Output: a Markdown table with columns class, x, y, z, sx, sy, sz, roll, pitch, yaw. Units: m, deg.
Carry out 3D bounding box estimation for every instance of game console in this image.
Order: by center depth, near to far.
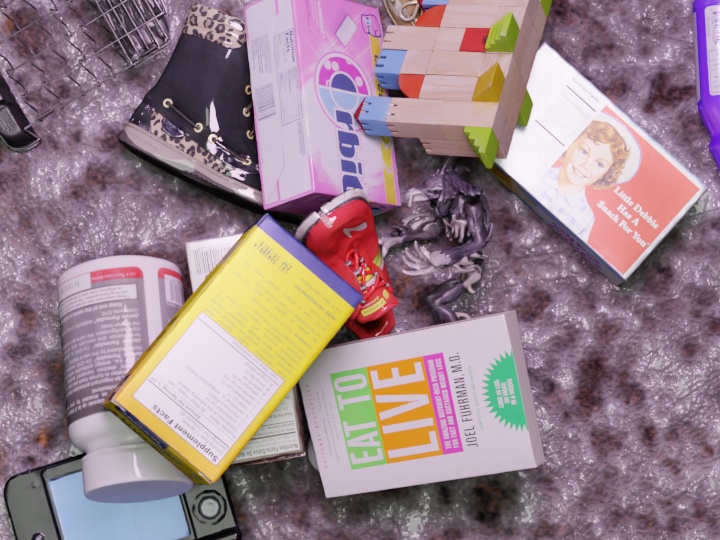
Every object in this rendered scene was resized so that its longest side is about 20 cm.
| class | x | y | z | sx | sy | sz | roll | pitch | yaw |
| --- | --- | --- | --- | --- | --- | --- | --- | --- | --- |
| game console | -0.211 | 0.240 | 1.685 | 0.199 | 0.119 | 0.173 | -17 | 86 | -1 |

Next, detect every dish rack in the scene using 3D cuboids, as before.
| class | x | y | z | sx | sy | sz | roll | pitch | yaw |
| --- | --- | --- | --- | --- | --- | --- | --- | --- | --- |
| dish rack | -0.277 | -0.220 | 1.744 | 0.200 | 0.055 | 0.154 | -30 | 87 | 3 |

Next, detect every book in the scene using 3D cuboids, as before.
| class | x | y | z | sx | sy | sz | roll | pitch | yaw |
| --- | --- | --- | --- | --- | --- | --- | --- | --- | --- |
| book | 0.052 | 0.118 | 1.652 | 0.199 | 0.048 | 0.134 | -12 | 89 | 23 |

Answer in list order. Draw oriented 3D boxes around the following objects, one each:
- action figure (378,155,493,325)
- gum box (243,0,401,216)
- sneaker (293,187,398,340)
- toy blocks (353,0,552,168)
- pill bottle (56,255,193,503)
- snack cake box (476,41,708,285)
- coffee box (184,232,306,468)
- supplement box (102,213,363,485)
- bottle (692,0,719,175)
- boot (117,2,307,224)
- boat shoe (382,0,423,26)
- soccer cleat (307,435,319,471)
| class | x | y | z | sx | sy | sz | roll | pitch | yaw |
| --- | --- | --- | --- | --- | --- | --- | --- | --- | --- |
| action figure | 0.069 | -0.013 | 1.701 | 0.102 | 0.119 | 0.201 | -6 | 93 | -14 |
| gum box | -0.034 | -0.151 | 1.695 | 0.066 | 0.113 | 0.201 | -17 | 74 | 41 |
| sneaker | 0.000 | 0.000 | 1.658 | 0.077 | 0.200 | 0.085 | -35 | 63 | -8 |
| toy blocks | 0.077 | -0.179 | 1.677 | 0.136 | 0.100 | 0.201 | 6 | 62 | 24 |
| pill bottle | -0.205 | 0.097 | 1.678 | 0.113 | 0.114 | 0.201 | -7 | 73 | 0 |
| snack cake box | 0.201 | -0.096 | 1.729 | 0.200 | 0.067 | 0.115 | 43 | 86 | 3 |
| coffee box | -0.102 | 0.072 | 1.698 | 0.079 | 0.114 | 0.201 | -9 | 87 | -2 |
| supplement box | -0.107 | 0.067 | 1.578 | 0.109 | 0.110 | 0.200 | 41 | 78 | -5 |
| bottle | 0.348 | -0.163 | 1.732 | 0.083 | 0.065 | 0.201 | -3 | 86 | 1 |
| boot | -0.101 | -0.140 | 1.734 | 0.203 | 0.073 | 0.154 | 24 | 84 | 1 |
| boat shoe | 0.048 | -0.285 | 1.745 | 0.073 | 0.063 | 0.201 | -18 | 86 | 0 |
| soccer cleat | 0.049 | 0.144 | 1.704 | 0.199 | 0.086 | 0.070 | -9 | 86 | 0 |
